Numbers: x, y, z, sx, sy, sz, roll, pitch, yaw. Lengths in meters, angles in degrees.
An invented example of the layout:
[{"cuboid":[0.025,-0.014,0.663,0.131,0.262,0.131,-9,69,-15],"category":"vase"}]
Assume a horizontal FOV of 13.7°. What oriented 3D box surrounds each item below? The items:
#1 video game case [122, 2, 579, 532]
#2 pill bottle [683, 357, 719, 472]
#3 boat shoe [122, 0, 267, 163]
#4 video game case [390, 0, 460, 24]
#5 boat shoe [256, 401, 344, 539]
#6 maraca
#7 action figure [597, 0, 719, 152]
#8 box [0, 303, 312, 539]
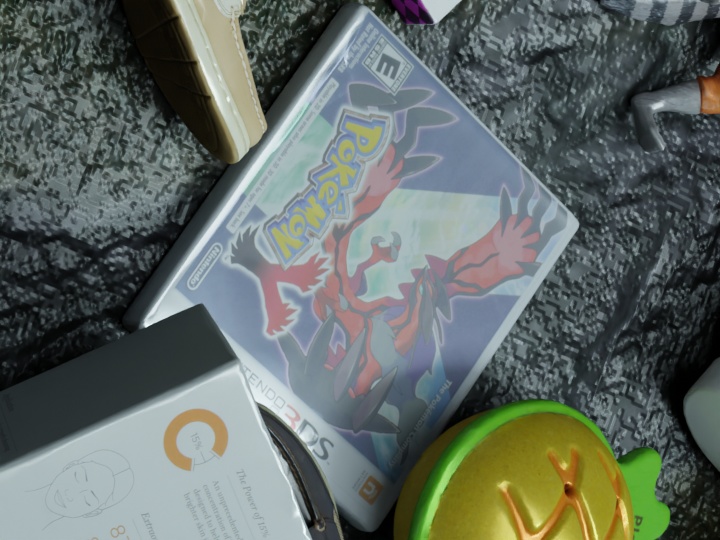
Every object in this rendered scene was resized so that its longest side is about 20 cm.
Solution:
[{"cuboid":[0.000,0.000,1.504,0.182,0.023,0.200,43,73,-30],"category":"video game case"},{"cuboid":[0.274,0.035,1.633,0.200,0.114,0.114,-43,117,-21],"category":"pill bottle"},{"cuboid":[-0.078,-0.150,1.403,0.069,0.074,0.201,-28,110,-20],"category":"boat shoe"},{"cuboid":[0.040,-0.255,1.487,0.181,0.036,0.200,-43,117,-22],"category":"video game case"},{"cuboid":[-0.031,0.155,1.465,0.074,0.073,0.201,-25,111,-7],"category":"boat shoe"},{"cuboid":[0.092,0.136,1.537,0.199,0.107,0.138,16,96,-48],"category":"maraca"},{"cuboid":[0.230,-0.166,1.587,0.193,0.104,0.201,-24,134,-33],"category":"action figure"},{"cuboid":[-0.131,0.120,1.355,0.199,0.097,0.125,-24,110,-6],"category":"box"}]
